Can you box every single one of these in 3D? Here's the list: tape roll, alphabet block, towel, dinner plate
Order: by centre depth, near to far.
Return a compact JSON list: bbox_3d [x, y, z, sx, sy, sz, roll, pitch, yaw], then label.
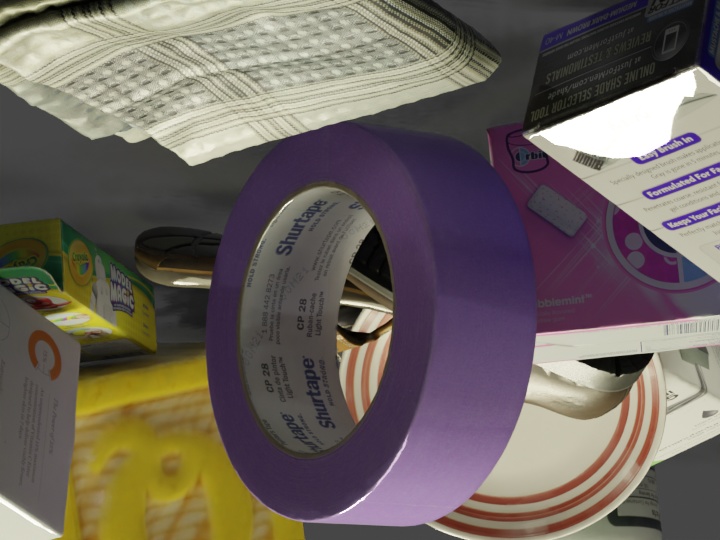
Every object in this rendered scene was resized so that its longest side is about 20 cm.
[{"bbox_3d":[-0.063,-0.095,1.243,0.200,0.035,0.192,-10,165,23],"label":"towel"},{"bbox_3d":[0.002,0.027,1.402,0.066,0.201,0.200,6,162,-36],"label":"tape roll"},{"bbox_3d":[0.086,0.074,1.691,0.200,0.201,0.024,-8,-160,13],"label":"dinner plate"},{"bbox_3d":[-0.171,0.150,1.704,0.196,0.196,0.200,-14,-171,-41],"label":"alphabet block"}]

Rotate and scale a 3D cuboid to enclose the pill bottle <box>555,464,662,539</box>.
[{"bbox_3d":[0.151,0.163,1.975,0.119,0.201,0.120,-4,165,-1],"label":"pill bottle"}]

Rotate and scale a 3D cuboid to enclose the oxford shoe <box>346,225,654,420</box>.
[{"bbox_3d":[0.055,0.026,1.517,0.200,0.073,0.084,31,140,5],"label":"oxford shoe"}]

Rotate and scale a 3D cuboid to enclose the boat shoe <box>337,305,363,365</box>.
[{"bbox_3d":[0.027,0.055,1.792,0.072,0.063,0.200,-12,164,25],"label":"boat shoe"}]

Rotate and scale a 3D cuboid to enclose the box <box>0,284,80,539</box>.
[{"bbox_3d":[-0.248,0.058,1.468,0.097,0.125,0.200,-19,141,28],"label":"box"}]

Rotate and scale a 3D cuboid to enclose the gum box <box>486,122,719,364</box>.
[{"bbox_3d":[0.171,-0.022,1.438,0.199,0.114,0.066,-6,165,4],"label":"gum box"}]

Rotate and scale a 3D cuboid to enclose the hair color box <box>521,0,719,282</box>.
[{"bbox_3d":[0.184,-0.051,1.296,0.200,0.065,0.109,33,145,-32],"label":"hair color box"}]

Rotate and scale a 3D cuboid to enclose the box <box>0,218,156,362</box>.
[{"bbox_3d":[-0.201,0.014,1.597,0.117,0.049,0.200,-7,167,11],"label":"box"}]

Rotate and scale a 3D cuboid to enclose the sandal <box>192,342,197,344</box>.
[{"bbox_3d":[-0.094,0.072,1.819,0.050,0.083,0.203,26,161,-3],"label":"sandal"}]

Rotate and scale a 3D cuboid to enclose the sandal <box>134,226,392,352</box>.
[{"bbox_3d":[-0.034,0.019,1.570,0.199,0.055,0.082,9,-169,-23],"label":"sandal"}]

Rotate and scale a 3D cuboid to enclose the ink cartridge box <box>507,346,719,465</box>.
[{"bbox_3d":[0.150,0.074,1.804,0.145,0.084,0.200,-27,159,18],"label":"ink cartridge box"}]
